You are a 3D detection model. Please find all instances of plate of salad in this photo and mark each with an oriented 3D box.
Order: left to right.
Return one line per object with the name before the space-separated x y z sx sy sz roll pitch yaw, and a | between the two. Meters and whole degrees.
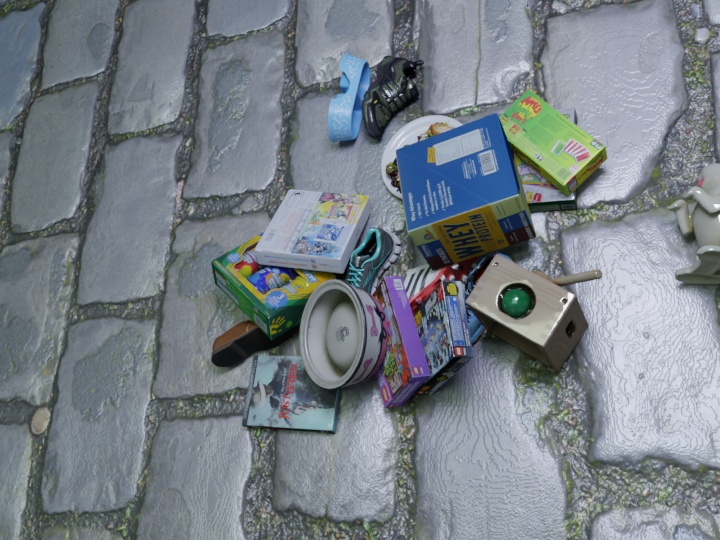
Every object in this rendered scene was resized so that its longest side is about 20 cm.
plate of salad | 0.131 -0.234 1.606 0.199 0.048 0.201 -9 66 20

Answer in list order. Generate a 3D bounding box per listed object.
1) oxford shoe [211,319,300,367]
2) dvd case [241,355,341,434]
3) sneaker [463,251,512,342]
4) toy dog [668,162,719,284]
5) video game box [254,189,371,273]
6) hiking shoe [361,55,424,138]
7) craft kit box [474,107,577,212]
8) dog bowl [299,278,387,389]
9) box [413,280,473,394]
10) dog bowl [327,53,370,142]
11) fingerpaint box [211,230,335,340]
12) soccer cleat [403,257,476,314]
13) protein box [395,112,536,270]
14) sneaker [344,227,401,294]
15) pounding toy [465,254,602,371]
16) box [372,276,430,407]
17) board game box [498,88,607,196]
oxford shoe | -0.216 0.123 1.603 0.199 0.071 0.071 -22 43 8
dvd case | -0.131 0.239 1.541 0.199 0.022 0.147 -1 69 25
sneaker | 0.201 0.047 1.431 0.078 0.090 0.201 29 86 31
toy dog | 0.608 -0.092 1.283 0.193 0.140 0.201 3 70 11
video game box | -0.091 -0.083 1.585 0.181 0.047 0.200 5 44 19
hiking shoe | 0.069 -0.372 1.675 0.100 0.076 0.201 7 71 30
craft kit box | 0.315 -0.207 1.516 0.199 0.049 0.199 -4 65 22
dog bowl | -0.028 0.119 1.449 0.200 0.074 0.201 -12 75 50
box | 0.133 0.121 1.379 0.040 0.200 0.138 2 63 -16
dog bowl | -0.022 -0.371 1.701 0.049 0.112 0.201 8 72 13
fingerpaint box | -0.173 0.019 1.580 0.166 0.074 0.200 -31 54 -27
soccer cleat | 0.135 0.010 1.492 0.200 0.069 0.085 -43 50 3
protein box | 0.187 -0.141 1.426 0.199 0.135 0.199 -18 53 16
sneaker | 0.000 0.000 1.541 0.077 0.091 0.201 22 79 31
pounding toy | 0.299 0.055 1.320 0.184 0.200 0.143 31 83 31
box | 0.059 0.131 1.439 0.039 0.137 0.201 -2 59 -23
board game box | 0.347 -0.239 1.463 0.102 0.048 0.200 -43 59 1
